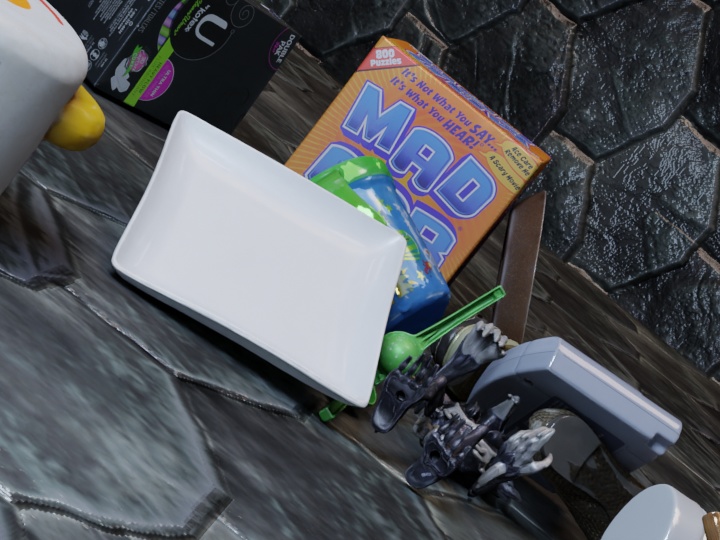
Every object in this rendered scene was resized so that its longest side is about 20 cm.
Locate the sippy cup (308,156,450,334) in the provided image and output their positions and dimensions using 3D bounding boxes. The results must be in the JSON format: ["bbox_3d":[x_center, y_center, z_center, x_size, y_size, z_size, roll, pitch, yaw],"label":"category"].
[{"bbox_3d":[0.000,0.000,1.524,0.130,0.140,0.178,53,22,18],"label":"sippy cup"}]

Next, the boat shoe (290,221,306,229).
[{"bbox_3d":[-0.068,-0.005,1.419,0.075,0.075,0.202,30,12,-43],"label":"boat shoe"}]

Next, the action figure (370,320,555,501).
[{"bbox_3d":[0.083,0.108,1.372,0.119,0.102,0.200,56,14,15],"label":"action figure"}]

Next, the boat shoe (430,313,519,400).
[{"bbox_3d":[0.093,0.072,1.715,0.066,0.072,0.201,32,4,19],"label":"boat shoe"}]

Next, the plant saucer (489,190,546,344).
[{"bbox_3d":[0.150,0.018,1.878,0.034,0.201,0.200,9,8,4],"label":"plant saucer"}]

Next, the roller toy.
[{"bbox_3d":[-0.255,-0.130,1.096,0.200,0.140,0.182,41,10,12],"label":"roller toy"}]

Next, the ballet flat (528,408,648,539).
[{"bbox_3d":[0.183,0.176,1.457,0.200,0.067,0.046,50,-17,-29],"label":"ballet flat"}]

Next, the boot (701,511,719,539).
[{"bbox_3d":[0.257,0.244,1.201,0.188,0.068,0.200,28,44,-50],"label":"boot"}]

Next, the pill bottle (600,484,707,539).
[{"bbox_3d":[0.270,0.248,1.375,0.200,0.114,0.114,37,9,-13],"label":"pill bottle"}]

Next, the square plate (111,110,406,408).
[{"bbox_3d":[-0.068,-0.007,1.340,0.198,0.028,0.200,29,36,-10],"label":"square plate"}]

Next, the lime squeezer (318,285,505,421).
[{"bbox_3d":[0.022,0.063,1.377,0.200,0.071,0.038,-32,75,-39],"label":"lime squeezer"}]

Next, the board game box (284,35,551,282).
[{"bbox_3d":[0.052,-0.096,1.935,0.200,0.200,0.200,39,9,4],"label":"board game box"}]

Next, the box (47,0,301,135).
[{"bbox_3d":[-0.185,-0.232,1.842,0.124,0.149,0.200,43,10,34],"label":"box"}]

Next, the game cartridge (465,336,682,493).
[{"bbox_3d":[0.155,0.116,1.492,0.133,0.041,0.200,31,-24,-5],"label":"game cartridge"}]
